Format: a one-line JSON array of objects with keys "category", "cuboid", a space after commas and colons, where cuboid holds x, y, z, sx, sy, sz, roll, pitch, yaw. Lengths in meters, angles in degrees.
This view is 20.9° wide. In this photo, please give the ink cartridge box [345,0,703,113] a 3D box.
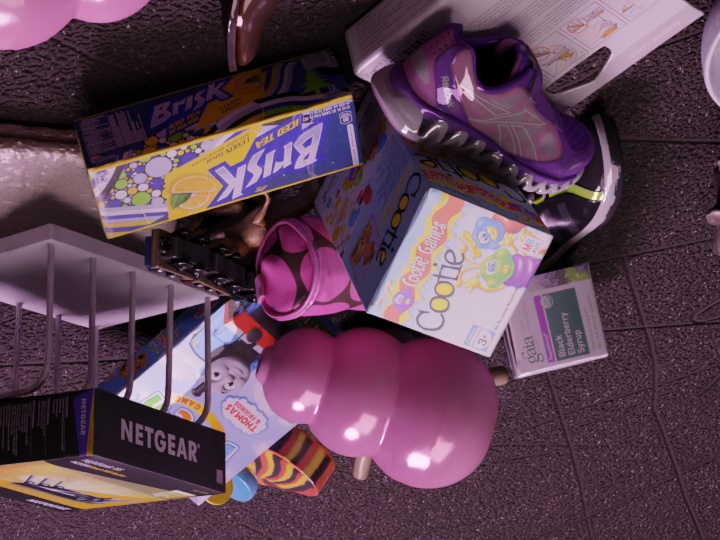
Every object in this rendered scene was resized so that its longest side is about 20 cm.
[{"category": "ink cartridge box", "cuboid": [0.118, -0.181, 1.421, 0.200, 0.045, 0.176, -35, 141, 31]}]

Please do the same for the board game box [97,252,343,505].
[{"category": "board game box", "cuboid": [-0.115, 0.095, 1.684, 0.200, 0.037, 0.151, -40, 127, 9]}]

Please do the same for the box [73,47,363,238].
[{"category": "box", "cuboid": [-0.102, -0.094, 1.427, 0.198, 0.065, 0.070, -16, 134, -6]}]

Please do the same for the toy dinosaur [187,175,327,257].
[{"category": "toy dinosaur", "cuboid": [-0.105, -0.024, 1.568, 0.199, 0.061, 0.106, -32, 145, 27]}]

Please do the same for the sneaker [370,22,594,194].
[{"category": "sneaker", "cuboid": [0.106, -0.121, 1.404, 0.199, 0.081, 0.089, 18, 124, -39]}]

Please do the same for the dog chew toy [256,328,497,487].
[{"category": "dog chew toy", "cuboid": [0.011, 0.105, 1.630, 0.198, 0.125, 0.125, 16, 141, -8]}]

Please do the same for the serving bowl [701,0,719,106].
[{"category": "serving bowl", "cuboid": [0.345, -0.195, 1.463, 0.198, 0.066, 0.201, -10, 147, -6]}]

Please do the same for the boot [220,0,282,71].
[{"category": "boot", "cuboid": [0.008, -0.203, 1.320, 0.198, 0.065, 0.187, -1, 144, -12]}]

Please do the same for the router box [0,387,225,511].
[{"category": "router box", "cuboid": [-0.217, 0.141, 1.500, 0.156, 0.053, 0.200, -9, 162, 24]}]

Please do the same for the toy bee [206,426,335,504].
[{"category": "toy bee", "cuboid": [-0.126, 0.160, 1.799, 0.199, 0.131, 0.109, -17, 124, 25]}]

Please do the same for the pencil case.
[{"category": "pencil case", "cuboid": [0.000, 0.000, 1.576, 0.093, 0.092, 0.199, -20, 166, 41]}]

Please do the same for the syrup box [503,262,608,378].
[{"category": "syrup box", "cuboid": [0.162, 0.046, 1.675, 0.081, 0.079, 0.200, -13, 176, 2]}]

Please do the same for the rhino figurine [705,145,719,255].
[{"category": "rhino figurine", "cuboid": [0.322, -0.077, 1.623, 0.059, 0.088, 0.201, 16, 149, 9]}]

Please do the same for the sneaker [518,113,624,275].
[{"category": "sneaker", "cuboid": [0.148, -0.053, 1.604, 0.082, 0.072, 0.200, 3, 144, -21]}]

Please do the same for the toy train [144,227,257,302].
[{"category": "toy train", "cuboid": [-0.117, -0.001, 1.516, 0.045, 0.034, 0.200, -1, 169, 21]}]

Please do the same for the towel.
[{"category": "towel", "cuboid": [-0.226, -0.059, 1.493, 0.198, 0.035, 0.133, 1, 146, -22]}]

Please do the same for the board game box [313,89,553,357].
[{"category": "board game box", "cuboid": [0.049, -0.038, 1.432, 0.102, 0.200, 0.105, 21, 109, -20]}]

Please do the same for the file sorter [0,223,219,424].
[{"category": "file sorter", "cuboid": [-0.225, 0.059, 1.541, 0.138, 0.126, 0.199, -13, 160, 33]}]

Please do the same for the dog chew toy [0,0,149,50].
[{"category": "dog chew toy", "cuboid": [-0.176, -0.207, 1.215, 0.198, 0.125, 0.125, -11, 149, -18]}]

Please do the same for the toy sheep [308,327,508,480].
[{"category": "toy sheep", "cuboid": [0.043, 0.115, 1.773, 0.199, 0.138, 0.138, -15, 151, -26]}]
